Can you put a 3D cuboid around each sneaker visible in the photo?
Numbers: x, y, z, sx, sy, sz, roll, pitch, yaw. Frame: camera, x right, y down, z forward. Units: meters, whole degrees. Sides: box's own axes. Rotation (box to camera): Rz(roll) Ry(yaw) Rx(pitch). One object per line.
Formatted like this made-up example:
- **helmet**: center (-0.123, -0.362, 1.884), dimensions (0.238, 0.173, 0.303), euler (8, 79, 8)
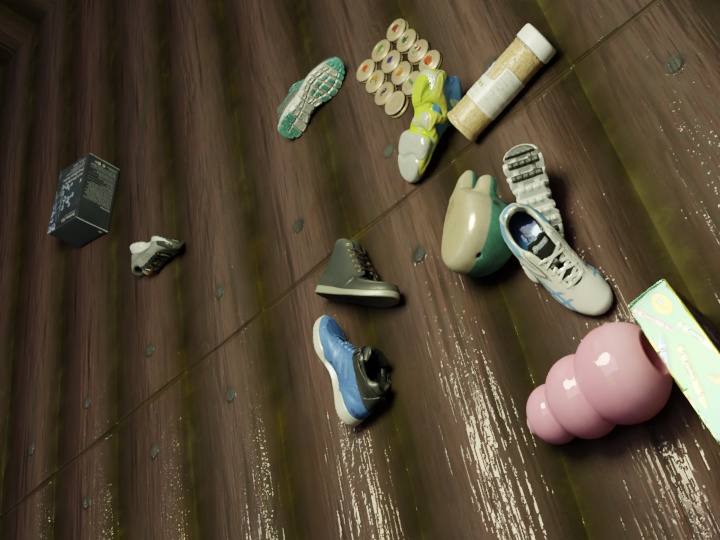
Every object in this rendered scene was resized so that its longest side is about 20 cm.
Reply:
- **sneaker**: center (-0.478, -0.034, 1.987), dimensions (0.198, 0.073, 0.081), euler (-15, 68, 47)
- **sneaker**: center (0.000, 0.000, 1.470), dimensions (0.197, 0.074, 0.109), euler (5, 75, 48)
- **sneaker**: center (-0.009, 0.142, 1.401), dimensions (0.111, 0.076, 0.203), euler (-41, 49, 30)
- **sneaker**: center (0.133, -0.250, 1.479), dimensions (0.076, 0.103, 0.204), euler (43, 131, 42)
- **sneaker**: center (0.266, -0.013, 1.169), dimensions (0.072, 0.072, 0.200), euler (-47, 73, 12)
- **sneaker**: center (0.263, -0.082, 1.256), dimensions (0.073, 0.081, 0.205), euler (-9, 80, 18)
- **sneaker**: center (-0.115, -0.381, 1.793), dimensions (0.200, 0.077, 0.092), euler (-45, 40, 17)

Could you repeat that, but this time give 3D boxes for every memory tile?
- **memory tile**: center (0.070, -0.398, 1.653), dimensions (0.154, 0.017, 0.201), euler (-49, 43, 15)

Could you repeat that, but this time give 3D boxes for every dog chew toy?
- **dog chew toy**: center (0.291, 0.154, 1.068), dimensions (0.199, 0.123, 0.127), euler (-41, 45, 34)

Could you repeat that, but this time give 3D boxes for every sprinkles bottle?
- **sprinkles bottle**: center (0.233, -0.309, 1.403), dimensions (0.200, 0.068, 0.069), euler (-47, 43, 17)

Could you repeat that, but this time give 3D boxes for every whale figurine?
- **whale figurine**: center (0.186, -0.074, 1.319), dimensions (0.202, 0.101, 0.162), euler (-90, 18, -58)

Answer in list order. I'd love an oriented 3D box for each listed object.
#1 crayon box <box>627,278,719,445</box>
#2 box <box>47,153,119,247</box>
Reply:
- **crayon box**: center (0.400, 0.117, 0.970), dimensions (0.058, 0.118, 0.202), euler (-41, 45, 20)
- **box**: center (-0.759, -0.190, 2.320), dimensions (0.146, 0.106, 0.205), euler (-20, 57, 36)
